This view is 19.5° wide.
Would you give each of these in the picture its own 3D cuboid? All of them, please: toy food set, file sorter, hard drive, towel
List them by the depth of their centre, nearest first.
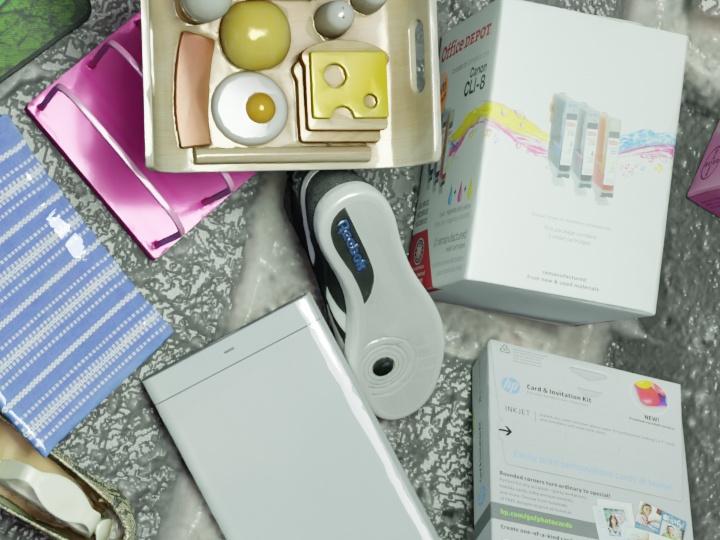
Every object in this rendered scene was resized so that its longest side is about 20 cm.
[{"bbox_3d":[-0.045,-0.138,1.343,0.199,0.060,0.145,-2,86,-17],"label":"toy food set"},{"bbox_3d":[-0.227,0.005,1.396,0.200,0.024,0.145,53,49,-9],"label":"towel"},{"bbox_3d":[-0.101,-0.128,1.422,0.200,0.125,0.139,-42,98,-15],"label":"file sorter"},{"bbox_3d":[-0.047,0.134,1.444,0.131,0.027,0.201,-27,94,8],"label":"hard drive"}]

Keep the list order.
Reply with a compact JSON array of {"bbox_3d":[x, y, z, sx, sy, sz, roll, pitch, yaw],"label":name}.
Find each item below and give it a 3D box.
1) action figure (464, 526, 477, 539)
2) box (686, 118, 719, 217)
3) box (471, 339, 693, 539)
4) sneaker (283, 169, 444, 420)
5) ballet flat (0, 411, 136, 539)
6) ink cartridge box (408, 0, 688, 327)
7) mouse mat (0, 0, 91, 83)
[{"bbox_3d":[0.128,0.292,1.482,0.199,0.104,0.195,14,89,-26],"label":"action figure"},{"bbox_3d":[0.349,-0.129,1.524,0.096,0.176,0.201,28,79,-12],"label":"box"},{"bbox_3d":[0.156,0.153,1.466,0.155,0.041,0.201,13,50,-15],"label":"box"},{"bbox_3d":[0.000,0.000,1.471,0.073,0.112,0.201,-21,126,-10],"label":"sneaker"},{"bbox_3d":[-0.232,0.129,1.390,0.199,0.075,0.068,33,81,-11],"label":"ballet flat"},{"bbox_3d":[0.129,-0.073,1.473,0.144,0.145,0.201,11,82,-15],"label":"ink cartridge box"},{"bbox_3d":[-0.293,-0.188,1.404,0.161,0.008,0.200,52,56,-6],"label":"mouse mat"}]
